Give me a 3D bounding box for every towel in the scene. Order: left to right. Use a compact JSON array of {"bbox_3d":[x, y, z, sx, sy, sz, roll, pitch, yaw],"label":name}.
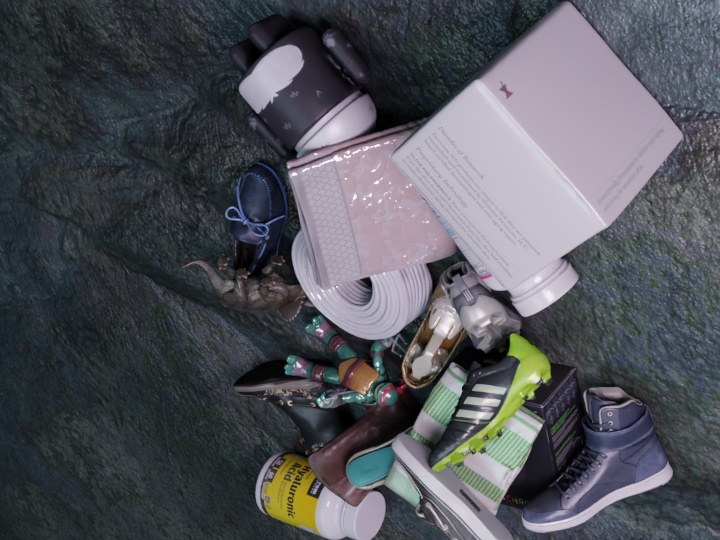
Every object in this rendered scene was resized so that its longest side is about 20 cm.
[{"bbox_3d":[0.018,-0.076,1.567,0.032,0.190,0.200,-112,6,-51],"label":"towel"},{"bbox_3d":[0.132,0.234,1.625,0.152,0.023,0.200,32,114,18],"label":"towel"}]

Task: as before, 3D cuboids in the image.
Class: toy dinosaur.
[{"bbox_3d":[-0.156,0.029,1.811,0.199,0.077,0.102,1,135,-1],"label":"toy dinosaur"}]

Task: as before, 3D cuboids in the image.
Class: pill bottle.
[{"bbox_3d":[-0.062,0.367,2.046,0.200,0.111,0.112,12,129,35],"label":"pill bottle"},{"bbox_3d":[0.166,-0.049,1.498,0.200,0.109,0.109,53,141,-6],"label":"pill bottle"}]

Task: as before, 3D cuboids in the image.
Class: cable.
[{"bbox_3d":[0.000,0.000,1.723,0.200,0.069,0.200,8,126,39],"label":"cable"}]

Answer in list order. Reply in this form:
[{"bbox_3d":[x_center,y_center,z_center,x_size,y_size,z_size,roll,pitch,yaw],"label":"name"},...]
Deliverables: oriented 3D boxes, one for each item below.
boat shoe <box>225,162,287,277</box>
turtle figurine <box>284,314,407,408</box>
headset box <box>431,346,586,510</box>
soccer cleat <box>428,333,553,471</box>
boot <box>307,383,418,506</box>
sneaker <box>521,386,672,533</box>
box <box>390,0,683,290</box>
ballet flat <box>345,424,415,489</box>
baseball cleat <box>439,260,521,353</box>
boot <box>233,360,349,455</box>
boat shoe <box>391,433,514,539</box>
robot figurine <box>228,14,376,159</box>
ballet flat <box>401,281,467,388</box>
[{"bbox_3d":[-0.148,-0.058,1.812,0.084,0.069,0.200,25,136,26],"label":"boat shoe"},{"bbox_3d":[-0.010,0.146,1.813,0.200,0.150,0.101,25,154,38],"label":"turtle figurine"},{"bbox_3d":[0.202,0.207,1.685,0.174,0.093,0.201,10,126,37],"label":"headset box"},{"bbox_3d":[0.148,0.163,1.557,0.200,0.067,0.081,-47,64,13],"label":"soccer cleat"},{"bbox_3d":[0.042,0.282,1.808,0.186,0.200,0.064,43,142,7],"label":"boot"},{"bbox_3d":[0.275,0.228,1.575,0.077,0.202,0.147,-131,18,-66],"label":"sneaker"},{"bbox_3d":[0.186,-0.132,1.341,0.200,0.199,0.171,48,141,-2],"label":"box"},{"bbox_3d":[0.073,0.244,1.707,0.200,0.069,0.070,-20,108,28],"label":"ballet flat"},{"bbox_3d":[0.150,0.041,1.582,0.107,0.070,0.200,62,-178,16],"label":"baseball cleat"},{"bbox_3d":[-0.101,0.219,1.997,0.200,0.073,0.151,-10,114,40],"label":"boot"},{"bbox_3d":[0.102,0.293,1.595,0.200,0.071,0.064,47,107,10],"label":"boat shoe"},{"bbox_3d":[-0.068,-0.219,1.570,0.200,0.125,0.150,49,164,0],"label":"robot figurine"},{"bbox_3d":[0.107,0.082,1.667,0.070,0.065,0.200,25,126,5],"label":"ballet flat"}]
